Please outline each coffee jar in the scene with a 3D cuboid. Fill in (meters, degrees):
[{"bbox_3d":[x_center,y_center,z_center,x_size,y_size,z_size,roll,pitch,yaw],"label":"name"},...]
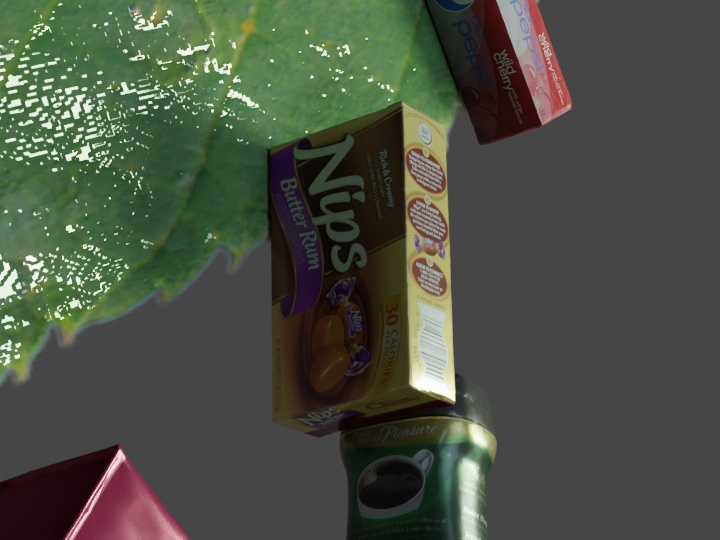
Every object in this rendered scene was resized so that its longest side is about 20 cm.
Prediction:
[{"bbox_3d":[0.038,0.171,1.321,0.085,0.104,0.201,37,48,-53],"label":"coffee jar"}]

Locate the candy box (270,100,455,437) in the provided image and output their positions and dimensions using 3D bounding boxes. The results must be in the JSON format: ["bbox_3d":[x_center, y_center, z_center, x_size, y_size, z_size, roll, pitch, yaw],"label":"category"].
[{"bbox_3d":[0.000,0.000,1.326,0.056,0.116,0.201,23,59,-49],"label":"candy box"}]

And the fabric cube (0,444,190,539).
[{"bbox_3d":[-0.161,0.234,0.920,0.200,0.199,0.197,54,39,-23],"label":"fabric cube"}]

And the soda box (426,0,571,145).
[{"bbox_3d":[0.101,-0.209,1.611,0.070,0.063,0.201,-32,103,-56],"label":"soda box"}]
